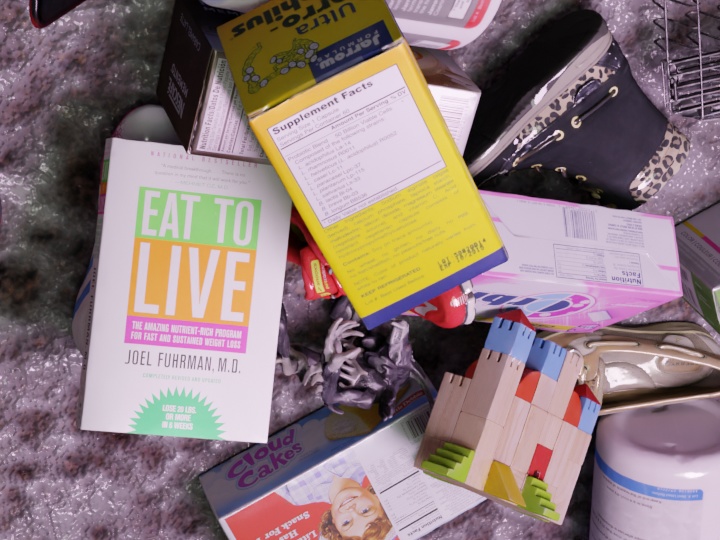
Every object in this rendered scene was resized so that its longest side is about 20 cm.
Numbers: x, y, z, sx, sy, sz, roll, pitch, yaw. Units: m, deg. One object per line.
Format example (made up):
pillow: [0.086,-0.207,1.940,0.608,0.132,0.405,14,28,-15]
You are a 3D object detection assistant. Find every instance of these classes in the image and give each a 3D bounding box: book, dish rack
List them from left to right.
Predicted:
book: [-0.123,0.015,1.327,0.133,0.048,0.201,5,89,-18]
dish rack: [0.282,-0.217,1.436,0.153,0.055,0.201,-13,114,-12]

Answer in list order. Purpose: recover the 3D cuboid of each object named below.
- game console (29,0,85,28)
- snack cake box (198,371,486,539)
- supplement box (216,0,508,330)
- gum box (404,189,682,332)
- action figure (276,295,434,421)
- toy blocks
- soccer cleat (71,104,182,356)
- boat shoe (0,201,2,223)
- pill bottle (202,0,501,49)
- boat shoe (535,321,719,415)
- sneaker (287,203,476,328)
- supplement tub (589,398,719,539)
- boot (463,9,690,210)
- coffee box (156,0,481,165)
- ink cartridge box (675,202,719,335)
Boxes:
game console: [-0.133,-0.264,1.234,0.172,0.119,0.201,0,115,-19]
snack cake box: [-0.012,0.174,1.518,0.199,0.067,0.115,-29,122,-5]
supplement box: [0.003,-0.081,1.234,0.109,0.110,0.200,-26,131,3]
gum box: [0.138,-0.003,1.440,0.199,0.113,0.066,6,71,-31]
action figure: [-0.027,0.047,1.424,0.199,0.119,0.102,13,124,-18]
toy blocks: [0.122,0.110,1.466,0.200,0.100,0.137,30,78,-51]
soccer cleat: [-0.157,-0.016,1.363,0.070,0.086,0.201,7,112,-22]
boat shoe: [-0.286,-0.098,1.292,0.071,0.063,0.201,-12,117,-12]
pill bottle: [-0.009,-0.215,1.282,0.199,0.114,0.114,3,114,-36]
boat shoe: [0.210,0.086,1.558,0.200,0.063,0.073,-2,115,-19]
sneaker: [0.000,0.000,1.361,0.085,0.200,0.077,-33,131,-29]
supplement tub: [0.258,0.215,1.599,0.131,0.132,0.201,-7,117,-17]
boot: [0.145,-0.081,1.450,0.204,0.074,0.154,-43,124,6]
coffee box: [-0.032,-0.126,1.340,0.199,0.114,0.080,7,114,-21]
ink cartridge box: [0.350,-0.030,1.529,0.199,0.104,0.059,-27,121,-5]
